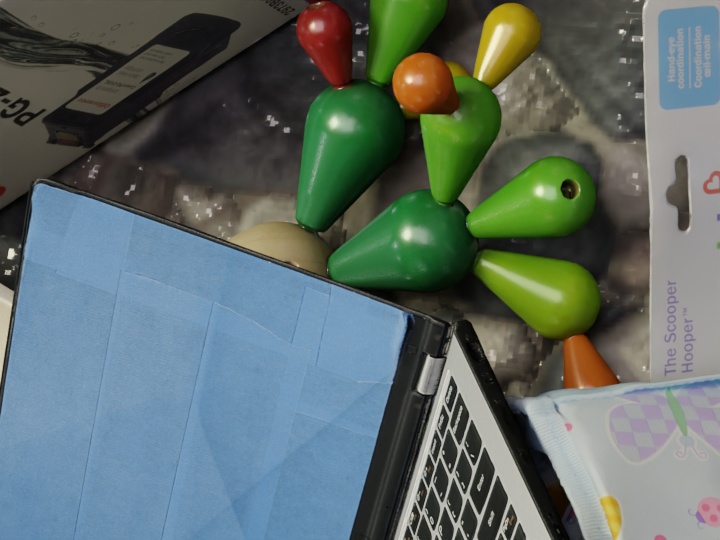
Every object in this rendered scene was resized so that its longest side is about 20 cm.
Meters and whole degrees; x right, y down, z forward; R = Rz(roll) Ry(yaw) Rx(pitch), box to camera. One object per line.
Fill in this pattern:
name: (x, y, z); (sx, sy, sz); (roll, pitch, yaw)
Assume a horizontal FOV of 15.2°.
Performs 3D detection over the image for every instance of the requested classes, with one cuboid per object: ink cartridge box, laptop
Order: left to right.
ink cartridge box: (-0.102, -0.109, 0.914); (0.200, 0.145, 0.085); (-32, 71, 12)
laptop: (-0.031, 0.105, 0.786); (0.115, 0.188, 0.200); (-3, 42, -20)

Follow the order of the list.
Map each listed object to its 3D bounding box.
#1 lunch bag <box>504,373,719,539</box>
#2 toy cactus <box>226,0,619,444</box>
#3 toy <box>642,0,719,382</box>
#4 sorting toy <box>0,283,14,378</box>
lunch bag: (0.128, 0.128, 0.771); (0.169, 0.127, 0.201); (-4, 83, -18)
toy cactus: (0.000, 0.000, 0.895); (0.164, 0.102, 0.201); (-16, 84, 27)
toy: (0.183, -0.028, 0.781); (0.199, 0.047, 0.116); (-7, 104, -16)
sorting toy: (-0.148, 0.084, 0.928); (0.179, 0.107, 0.201); (12, 85, 14)
